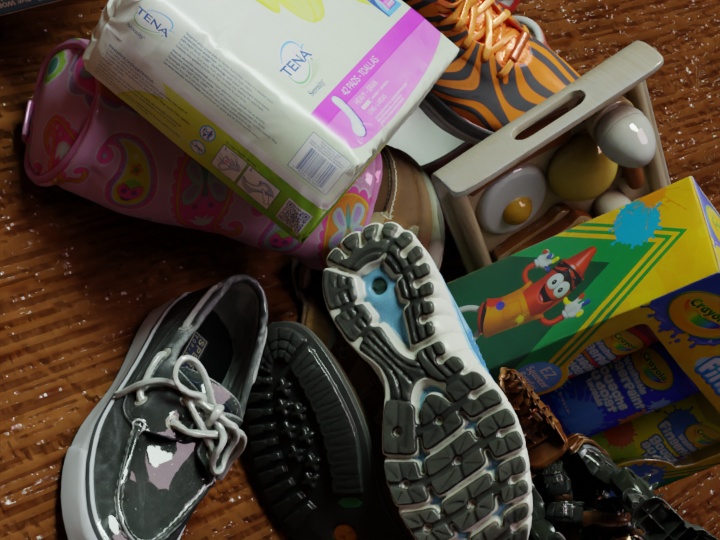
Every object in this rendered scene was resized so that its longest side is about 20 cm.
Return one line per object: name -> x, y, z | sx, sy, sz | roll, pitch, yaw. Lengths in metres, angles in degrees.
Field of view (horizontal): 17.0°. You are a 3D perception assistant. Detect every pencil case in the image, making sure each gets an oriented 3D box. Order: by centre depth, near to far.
pencil case -> -0.084, -0.060, 1.309 | 0.199, 0.087, 0.088 | 17, 53, -35

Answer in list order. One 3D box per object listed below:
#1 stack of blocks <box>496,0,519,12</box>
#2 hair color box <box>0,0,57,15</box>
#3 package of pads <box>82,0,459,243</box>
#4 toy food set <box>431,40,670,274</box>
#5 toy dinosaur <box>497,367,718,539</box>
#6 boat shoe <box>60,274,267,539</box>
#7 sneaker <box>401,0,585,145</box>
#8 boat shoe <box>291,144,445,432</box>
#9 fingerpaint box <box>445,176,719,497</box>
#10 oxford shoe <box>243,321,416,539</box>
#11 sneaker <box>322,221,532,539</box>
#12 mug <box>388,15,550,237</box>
stack of blocks -> 0.066, -0.261, 1.542 | 0.115, 0.059, 0.200 | 24, 37, -9
hair color box -> -0.155, -0.216, 1.328 | 0.061, 0.100, 0.200 | 64, 30, -27
package of pads -> -0.045, -0.117, 1.275 | 0.154, 0.068, 0.200 | 38, 28, -1
toy food set -> 0.131, -0.031, 1.418 | 0.060, 0.143, 0.200 | 51, -9, 36
toy dinosaur -> 0.120, 0.139, 1.373 | 0.200, 0.102, 0.136 | 35, 11, -31
boat shoe -> -0.091, 0.078, 1.233 | 0.074, 0.068, 0.200 | 47, 37, -17
sneaker -> 0.061, -0.142, 1.382 | 0.199, 0.112, 0.078 | 27, 61, -11
boat shoe -> 0.000, 0.000, 1.403 | 0.072, 0.076, 0.201 | 32, 42, -31
fingerpaint box -> 0.165, 0.051, 1.421 | 0.200, 0.166, 0.074 | 45, 27, -50
oxford shoe -> -0.004, 0.117, 1.324 | 0.201, 0.072, 0.084 | 66, 25, -6
sneaker -> 0.050, 0.071, 1.305 | 0.090, 0.078, 0.201 | 31, 37, -66
mug -> 0.104, -0.032, 1.546 | 0.200, 0.178, 0.133 | 45, 0, -27
